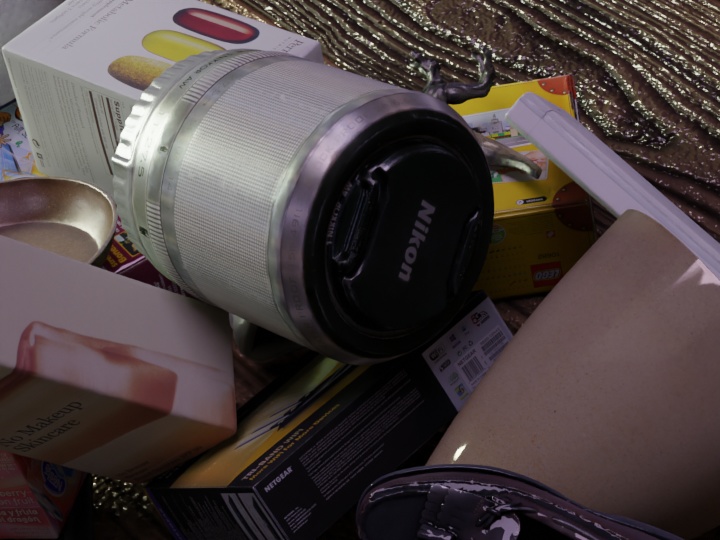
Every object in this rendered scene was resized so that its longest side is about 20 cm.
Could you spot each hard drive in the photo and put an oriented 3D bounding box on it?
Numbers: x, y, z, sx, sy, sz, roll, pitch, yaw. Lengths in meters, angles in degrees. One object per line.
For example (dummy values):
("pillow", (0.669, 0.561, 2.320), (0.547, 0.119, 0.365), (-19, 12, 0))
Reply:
("hard drive", (0.184, -0.034, 1.371), (0.200, 0.132, 0.027), (43, 99, 14))

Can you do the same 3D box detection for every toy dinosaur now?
("toy dinosaur", (0.050, -0.111, 1.491), (0.199, 0.048, 0.088), (13, 62, 27))

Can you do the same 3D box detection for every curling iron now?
("curling iron", (-0.165, 0.191, 1.339), (0.049, 0.026, 0.200), (-4, 37, -11))

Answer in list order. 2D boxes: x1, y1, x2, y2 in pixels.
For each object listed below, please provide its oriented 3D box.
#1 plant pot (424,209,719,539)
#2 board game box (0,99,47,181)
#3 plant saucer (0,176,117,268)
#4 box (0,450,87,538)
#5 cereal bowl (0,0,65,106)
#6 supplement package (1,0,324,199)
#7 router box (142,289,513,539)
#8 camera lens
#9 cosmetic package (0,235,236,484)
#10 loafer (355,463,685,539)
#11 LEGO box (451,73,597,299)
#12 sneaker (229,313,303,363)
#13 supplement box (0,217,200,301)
("plant pot", (0.136, 0.098, 1.265), (0.200, 0.187, 0.187), (-38, 43, -3))
("board game box", (-0.235, -0.065, 1.643), (0.135, 0.035, 0.200), (-32, 43, -21))
("plant saucer", (-0.250, 0.002, 1.416), (0.199, 0.035, 0.200), (-11, 28, 6))
("box", (-0.280, 0.107, 1.397), (0.199, 0.095, 0.103), (-3, 42, 23))
("cereal bowl", (-0.314, -0.162, 1.713), (0.200, 0.084, 0.200), (-27, 11, 6))
("supplement package", (-0.126, -0.110, 1.475), (0.200, 0.110, 0.114), (22, 49, 34))
("router box", (-0.018, 0.093, 1.332), (0.200, 0.052, 0.157), (-39, 14, -28))
("camera lens", (-0.032, -0.042, 1.288), (0.160, 0.160, 0.200), (-38, 37, -26))
("cosmetic package", (-0.180, 0.054, 1.285), (0.103, 0.200, 0.088), (-29, 55, 38))
("loafer", (0.092, 0.153, 1.171), (0.199, 0.072, 0.063), (13, 11, 7))
("LEGO box", (0.060, -0.051, 1.514), (0.199, 0.077, 0.149), (-8, 40, 7))
("sneaker", (0.000, 0.000, 1.402), (0.200, 0.075, 0.087), (-37, 17, 13))
("supplement box", (-0.177, 0.004, 1.509), (0.200, 0.086, 0.110), (-30, 42, -20))
